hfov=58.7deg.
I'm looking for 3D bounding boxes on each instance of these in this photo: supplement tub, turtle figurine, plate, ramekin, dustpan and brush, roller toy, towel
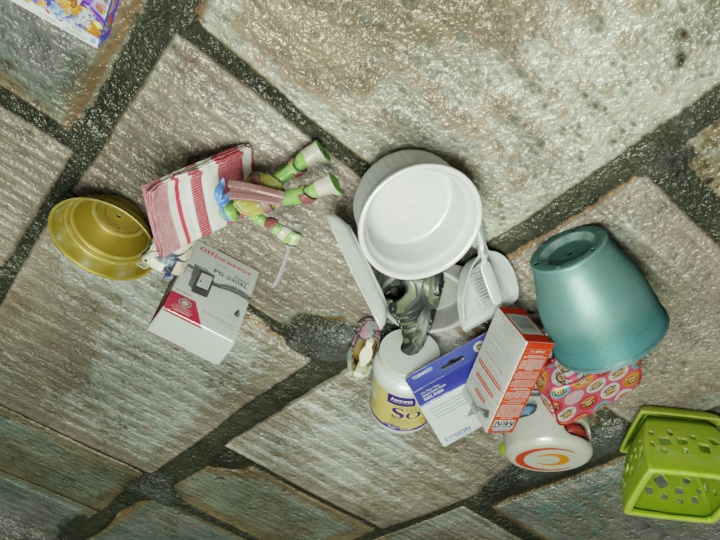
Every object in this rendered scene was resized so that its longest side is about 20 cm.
[{"bbox_3d":[0.094,0.232,1.343,0.145,0.146,0.200,7,135,4],"label":"supplement tub"},{"bbox_3d":[-0.124,-0.116,1.065,0.194,0.144,0.200,-26,126,12],"label":"turtle figurine"},{"bbox_3d":[0.000,0.000,1.074,0.032,0.200,0.200,-25,88,-1],"label":"plate"},{"bbox_3d":[0.083,-0.094,1.023,0.200,0.098,0.201,-7,123,-12],"label":"ramekin"},{"bbox_3d":[0.218,-0.005,1.134,0.057,0.139,0.200,-2,109,61],"label":"dustpan and brush"},{"bbox_3d":[0.407,0.344,1.395,0.199,0.140,0.183,-1,144,8],"label":"roller toy"},{"bbox_3d":[-0.257,-0.116,1.062,0.023,0.200,0.144,39,145,31],"label":"towel"}]

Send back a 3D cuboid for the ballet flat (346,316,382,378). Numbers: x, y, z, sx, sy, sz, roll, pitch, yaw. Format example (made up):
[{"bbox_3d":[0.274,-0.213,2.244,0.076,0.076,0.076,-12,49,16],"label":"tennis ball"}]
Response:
[{"bbox_3d":[0.006,0.184,1.366,0.069,0.071,0.200,12,135,0],"label":"ballet flat"}]

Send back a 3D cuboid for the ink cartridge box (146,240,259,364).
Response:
[{"bbox_3d":[-0.291,0.054,1.210,0.145,0.200,0.083,29,128,-17],"label":"ink cartridge box"}]

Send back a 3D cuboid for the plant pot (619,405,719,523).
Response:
[{"bbox_3d":[0.675,0.407,1.375,0.199,0.182,0.199,5,134,7],"label":"plant pot"}]

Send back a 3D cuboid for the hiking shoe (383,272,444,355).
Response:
[{"bbox_3d":[0.088,0.069,1.169,0.100,0.076,0.200,19,128,9],"label":"hiking shoe"}]

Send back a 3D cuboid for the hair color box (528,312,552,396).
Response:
[{"bbox_3d":[0.338,0.174,1.299,0.099,0.061,0.200,-3,132,14],"label":"hair color box"}]

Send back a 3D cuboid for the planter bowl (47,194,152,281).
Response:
[{"bbox_3d":[-0.465,-0.080,1.193,0.200,0.084,0.201,5,135,5],"label":"planter bowl"}]

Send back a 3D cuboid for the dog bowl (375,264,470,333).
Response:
[{"bbox_3d":[0.124,0.042,1.215,0.200,0.059,0.200,5,134,6],"label":"dog bowl"}]

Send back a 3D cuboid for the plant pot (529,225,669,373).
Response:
[{"bbox_3d":[0.383,0.037,1.077,0.200,0.200,0.188,-22,112,29],"label":"plant pot"}]

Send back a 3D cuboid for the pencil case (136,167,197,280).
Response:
[{"bbox_3d":[-0.314,-0.085,1.114,0.078,0.089,0.200,31,106,13],"label":"pencil case"}]

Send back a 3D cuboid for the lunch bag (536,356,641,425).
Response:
[{"bbox_3d":[0.455,0.221,1.266,0.200,0.082,0.176,-28,130,2],"label":"lunch bag"}]

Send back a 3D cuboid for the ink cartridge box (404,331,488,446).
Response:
[{"bbox_3d":[0.211,0.237,1.261,0.199,0.041,0.200,-30,125,2],"label":"ink cartridge box"}]

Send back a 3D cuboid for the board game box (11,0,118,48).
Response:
[{"bbox_3d":[-0.435,-0.422,0.884,0.200,0.045,0.135,27,132,-15],"label":"board game box"}]

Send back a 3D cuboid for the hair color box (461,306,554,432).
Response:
[{"bbox_3d":[0.261,0.180,1.151,0.064,0.111,0.200,7,118,-22],"label":"hair color box"}]
